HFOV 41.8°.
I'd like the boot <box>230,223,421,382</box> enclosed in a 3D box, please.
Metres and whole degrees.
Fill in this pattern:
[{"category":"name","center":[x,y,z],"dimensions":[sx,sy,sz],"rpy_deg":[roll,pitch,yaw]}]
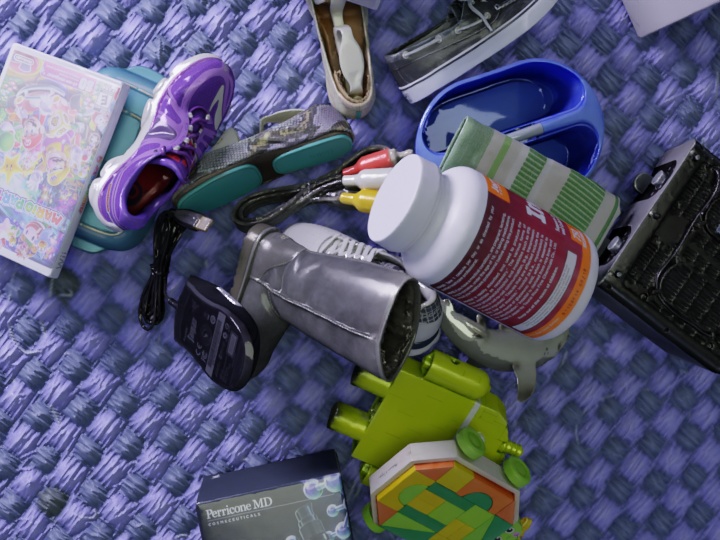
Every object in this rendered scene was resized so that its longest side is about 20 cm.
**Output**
[{"category":"boot","center":[-0.041,0.059,0.912],"dimensions":[0.198,0.072,0.184],"rpy_deg":[23,114,28]}]

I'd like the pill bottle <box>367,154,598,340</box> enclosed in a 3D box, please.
[{"category":"pill bottle","center":[0.111,-0.023,0.866],"dimensions":[0.198,0.113,0.114],"rpy_deg":[26,89,-22]}]

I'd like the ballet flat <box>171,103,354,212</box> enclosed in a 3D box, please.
[{"category":"ballet flat","center":[-0.106,-0.121,0.973],"dimensions":[0.198,0.072,0.073],"rpy_deg":[-22,94,-5]}]

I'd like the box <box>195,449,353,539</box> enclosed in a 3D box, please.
[{"category":"box","center":[-0.075,0.304,0.963],"dimensions":[0.146,0.107,0.203],"rpy_deg":[-11,92,-4]}]

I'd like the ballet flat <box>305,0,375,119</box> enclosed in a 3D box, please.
[{"category":"ballet flat","center":[-0.017,-0.258,0.970],"dimensions":[0.066,0.062,0.203],"rpy_deg":[-14,93,-5]}]

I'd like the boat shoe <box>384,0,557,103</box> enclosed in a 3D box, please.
[{"category":"boat shoe","center":[0.115,-0.257,0.978],"dimensions":[0.198,0.074,0.068],"rpy_deg":[-33,109,6]}]

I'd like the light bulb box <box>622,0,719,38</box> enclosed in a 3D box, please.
[{"category":"light bulb box","center":[0.374,-0.346,0.938],"dimensions":[0.198,0.198,0.126],"rpy_deg":[-28,96,-5]}]

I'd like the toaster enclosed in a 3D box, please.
[{"category":"toaster","center":[0.353,-0.009,0.988],"dimensions":[0.199,0.119,0.182],"rpy_deg":[35,89,-6]}]

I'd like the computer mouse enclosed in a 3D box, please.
[{"category":"computer mouse","center":[-0.144,0.021,0.919],"dimensions":[0.046,0.199,0.142],"rpy_deg":[-1,110,-43]}]

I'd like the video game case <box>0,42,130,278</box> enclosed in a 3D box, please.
[{"category":"video game case","center":[-0.324,-0.111,0.940],"dimensions":[0.142,0.018,0.203],"rpy_deg":[21,90,18]}]

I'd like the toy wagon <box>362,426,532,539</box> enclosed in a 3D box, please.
[{"category":"toy wagon","center":[0.105,0.243,0.975],"dimensions":[0.199,0.040,0.155],"rpy_deg":[33,119,-25]}]

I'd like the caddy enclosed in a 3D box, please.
[{"category":"caddy","center":[0.149,-0.132,0.969],"dimensions":[0.197,0.105,0.143],"rpy_deg":[-19,93,-4]}]

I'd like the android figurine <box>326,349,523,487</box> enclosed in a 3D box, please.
[{"category":"android figurine","center":[0.070,0.166,0.980],"dimensions":[0.198,0.041,0.183],"rpy_deg":[26,116,-8]}]

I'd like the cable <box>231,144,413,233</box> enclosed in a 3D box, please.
[{"category":"cable","center":[-0.037,-0.090,0.967],"dimensions":[0.197,0.051,0.098],"rpy_deg":[-3,58,9]}]

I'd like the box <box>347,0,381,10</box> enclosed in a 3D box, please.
[{"category":"box","center":[-0.034,-0.387,0.919],"dimensions":[0.174,0.097,0.203],"rpy_deg":[15,72,-6]}]

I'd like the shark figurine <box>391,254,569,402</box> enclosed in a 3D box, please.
[{"category":"shark figurine","center":[0.114,0.068,0.992],"dimensions":[0.213,0.089,0.129],"rpy_deg":[30,55,-14]}]

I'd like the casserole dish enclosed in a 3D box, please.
[{"category":"casserole dish","center":[-0.253,-0.114,0.965],"dimensions":[0.120,0.039,0.202],"rpy_deg":[23,91,-5]}]

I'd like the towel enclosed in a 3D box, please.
[{"category":"towel","center":[0.152,-0.045,0.942],"dimensions":[0.198,0.023,0.154],"rpy_deg":[22,107,-20]}]

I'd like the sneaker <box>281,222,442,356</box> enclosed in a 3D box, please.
[{"category":"sneaker","center":[0.000,0.000,0.943],"dimensions":[0.199,0.081,0.077],"rpy_deg":[31,65,19]}]

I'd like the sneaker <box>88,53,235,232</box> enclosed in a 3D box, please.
[{"category":"sneaker","center":[-0.177,-0.118,0.917],"dimensions":[0.080,0.083,0.202],"rpy_deg":[39,77,-37]}]
